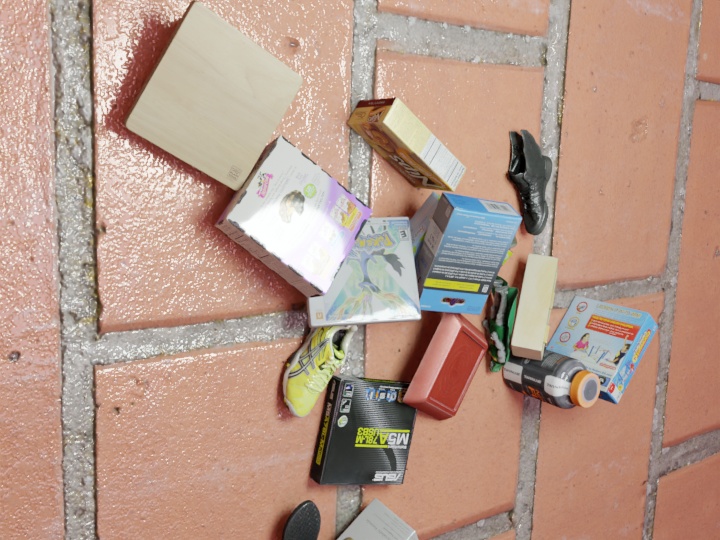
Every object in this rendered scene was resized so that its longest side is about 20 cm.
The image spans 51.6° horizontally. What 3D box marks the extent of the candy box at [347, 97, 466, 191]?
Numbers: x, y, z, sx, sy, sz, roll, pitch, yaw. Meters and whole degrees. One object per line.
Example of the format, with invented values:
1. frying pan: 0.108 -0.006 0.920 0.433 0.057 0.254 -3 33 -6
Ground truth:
1. candy box: 0.083 -0.219 1.313 0.199 0.115 0.056 37 78 -33

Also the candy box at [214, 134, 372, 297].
1. candy box: -0.105 -0.084 1.194 0.199 0.071 0.169 38 69 -19

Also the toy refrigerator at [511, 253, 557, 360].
1. toy refrigerator: 0.366 0.076 1.547 0.076 0.069 0.203 58 44 -64

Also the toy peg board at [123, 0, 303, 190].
1. toy peg board: -0.226 -0.263 1.119 0.198 0.098 0.201 29 97 -34

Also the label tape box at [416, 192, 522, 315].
1. label tape box: 0.179 -0.027 1.314 0.142 0.064 0.203 6 120 -25

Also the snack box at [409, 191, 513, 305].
1. snack box: 0.160 -0.025 1.391 0.198 0.068 0.169 27 110 -33

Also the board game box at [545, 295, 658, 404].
1. board game box: 0.514 0.168 1.632 0.056 0.199 0.197 42 75 -33

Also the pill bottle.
1. pill bottle: 0.402 0.225 1.562 0.105 0.199 0.109 -6 101 -33

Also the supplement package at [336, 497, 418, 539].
1. supplement package: 0.009 0.551 1.377 0.200 0.113 0.111 -42 137 -24

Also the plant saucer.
1. plant saucer: 0.178 0.192 1.452 0.202 0.036 0.200 -63 147 -7

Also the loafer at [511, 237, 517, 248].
1. loafer: 0.241 -0.096 1.470 0.198 0.075 0.071 18 92 -35

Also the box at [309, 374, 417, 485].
1. box: 0.013 0.302 1.397 0.197 0.047 0.197 12 89 -35

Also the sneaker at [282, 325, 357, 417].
1. sneaker: -0.071 0.158 1.285 0.075 0.076 0.203 25 85 -36

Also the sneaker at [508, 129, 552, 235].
1. sneaker: 0.342 -0.181 1.540 0.103 0.060 0.204 10 87 -37

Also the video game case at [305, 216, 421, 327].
1. video game case: 0.000 0.000 1.275 0.196 0.022 0.186 -2 76 -17

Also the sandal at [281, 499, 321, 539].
1. sandal: -0.117 0.498 1.345 0.074 0.048 0.204 -8 115 -35

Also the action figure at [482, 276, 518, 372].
1. action figure: 0.284 0.121 1.535 0.054 0.118 0.204 -5 112 -8
